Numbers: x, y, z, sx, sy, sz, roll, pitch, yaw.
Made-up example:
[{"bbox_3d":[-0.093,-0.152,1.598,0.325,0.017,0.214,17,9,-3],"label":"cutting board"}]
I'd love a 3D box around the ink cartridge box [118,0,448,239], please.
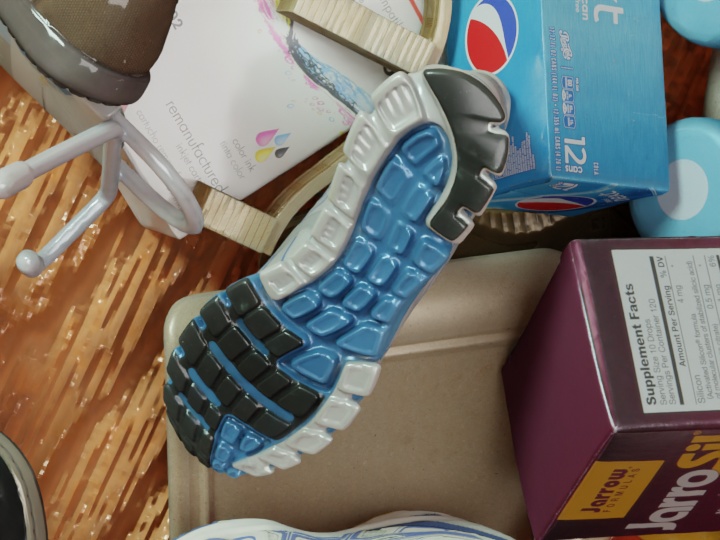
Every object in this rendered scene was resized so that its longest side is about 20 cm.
[{"bbox_3d":[-0.030,-0.116,1.188,0.200,0.067,0.117,-34,104,-13],"label":"ink cartridge box"}]

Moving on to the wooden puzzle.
[{"bbox_3d":[0.006,0.094,1.216,0.184,0.037,0.201,-8,112,-17],"label":"wooden puzzle"}]

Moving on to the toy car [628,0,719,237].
[{"bbox_3d":[0.246,-0.066,1.178,0.184,0.199,0.178,4,94,-51],"label":"toy car"}]

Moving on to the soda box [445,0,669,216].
[{"bbox_3d":[0.077,-0.127,1.165,0.068,0.064,0.201,5,79,-37],"label":"soda box"}]

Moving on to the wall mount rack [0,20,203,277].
[{"bbox_3d":[-0.150,-0.073,1.082,0.200,0.174,0.075,44,77,6],"label":"wall mount rack"}]

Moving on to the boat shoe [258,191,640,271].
[{"bbox_3d":[0.049,-0.015,1.233,0.199,0.063,0.074,-5,121,-15],"label":"boat shoe"}]

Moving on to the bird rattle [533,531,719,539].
[{"bbox_3d":[0.135,0.146,1.247,0.200,0.113,0.163,-42,116,1],"label":"bird rattle"}]

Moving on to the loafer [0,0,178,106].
[{"bbox_3d":[-0.126,-0.152,1.089,0.071,0.073,0.200,-47,67,20],"label":"loafer"}]

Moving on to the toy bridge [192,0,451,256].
[{"bbox_3d":[0.000,-0.098,1.149,0.067,0.027,0.201,26,88,-18],"label":"toy bridge"}]

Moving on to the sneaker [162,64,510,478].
[{"bbox_3d":[0.000,0.000,1.128,0.075,0.087,0.200,41,109,3],"label":"sneaker"}]

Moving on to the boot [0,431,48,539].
[{"bbox_3d":[-0.207,0.159,1.102,0.150,0.073,0.201,-5,122,-53],"label":"boot"}]

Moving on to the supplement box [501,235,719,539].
[{"bbox_3d":[0.170,0.046,1.155,0.199,0.110,0.086,-2,62,-16],"label":"supplement box"}]

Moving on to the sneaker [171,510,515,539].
[{"bbox_3d":[-0.008,0.134,1.129,0.199,0.088,0.076,-12,99,-34],"label":"sneaker"}]
